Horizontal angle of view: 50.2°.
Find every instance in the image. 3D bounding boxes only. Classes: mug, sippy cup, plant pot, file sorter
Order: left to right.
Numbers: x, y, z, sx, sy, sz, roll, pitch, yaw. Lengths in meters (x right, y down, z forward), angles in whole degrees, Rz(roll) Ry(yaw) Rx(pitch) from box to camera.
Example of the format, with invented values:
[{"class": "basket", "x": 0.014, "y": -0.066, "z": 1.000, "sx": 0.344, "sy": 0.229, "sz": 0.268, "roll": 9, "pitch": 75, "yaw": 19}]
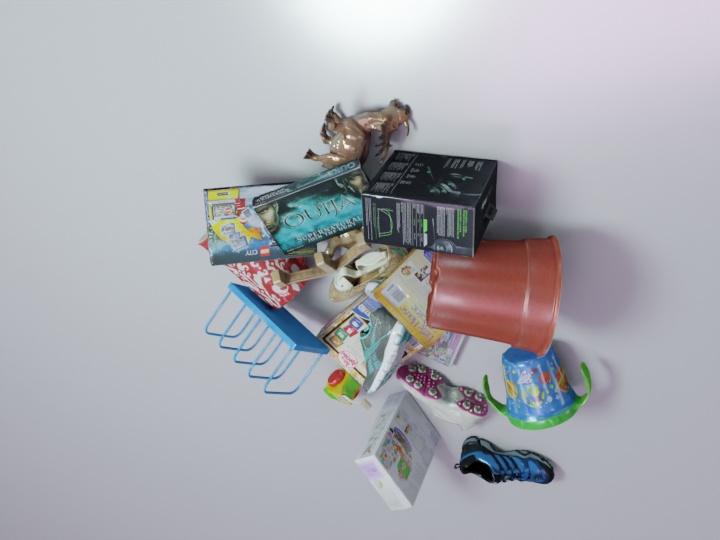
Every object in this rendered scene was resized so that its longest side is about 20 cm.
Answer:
[{"class": "mug", "x": -0.186, "y": -0.038, "z": 1.484, "sx": 0.177, "sy": 0.134, "sz": 0.200, "roll": -31, "pitch": 109, "yaw": 38}, {"class": "file sorter", "x": -0.191, "y": 0.138, "z": 1.528, "sx": 0.200, "sy": 0.139, "sz": 0.123, "roll": 40, "pitch": 98, "yaw": 26}, {"class": "plant pot", "x": 0.212, "y": 0.032, "z": 1.271, "sx": 0.194, "sy": 0.201, "sz": 0.202, "roll": 6, "pitch": 126, "yaw": 2}, {"class": "sippy cup", "x": 0.323, "y": 0.204, "z": 1.421, "sx": 0.177, "sy": 0.140, "sz": 0.131, "roll": -22, "pitch": 104, "yaw": -8}]

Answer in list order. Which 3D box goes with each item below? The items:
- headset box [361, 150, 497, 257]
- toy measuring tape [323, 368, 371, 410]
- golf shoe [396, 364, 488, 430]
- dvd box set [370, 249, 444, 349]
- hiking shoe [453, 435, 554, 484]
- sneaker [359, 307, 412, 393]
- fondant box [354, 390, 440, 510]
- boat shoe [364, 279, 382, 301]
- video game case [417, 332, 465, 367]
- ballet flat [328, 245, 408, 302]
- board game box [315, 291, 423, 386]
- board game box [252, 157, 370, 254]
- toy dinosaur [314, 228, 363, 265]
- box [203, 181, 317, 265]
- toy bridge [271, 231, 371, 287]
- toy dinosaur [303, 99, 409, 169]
[{"class": "headset box", "x": 0.124, "y": -0.114, "z": 1.259, "sx": 0.199, "sy": 0.174, "sz": 0.093, "roll": 8, "pitch": 125, "yaw": 18}, {"class": "toy measuring tape", "x": -0.017, "y": 0.245, "z": 1.609, "sx": 0.074, "sy": 0.074, "sz": 0.200, "roll": 55, "pitch": 158, "yaw": -17}, {"class": "golf shoe", "x": 0.157, "y": 0.265, "z": 1.569, "sx": 0.199, "sy": 0.075, "sz": 0.092, "roll": 28, "pitch": 133, "yaw": 7}, {"class": "dvd box set", "x": 0.138, "y": 0.020, "z": 1.365, "sx": 0.146, "sy": 0.029, "sz": 0.200, "roll": 44, "pitch": 93, "yaw": -9}, {"class": "hiking shoe", "x": 0.299, "y": 0.417, "z": 1.596, "sx": 0.199, "sy": 0.087, "sz": 0.075, "roll": 11, "pitch": 126, "yaw": 17}, {"class": "sneaker", "x": 0.034, "y": 0.150, "z": 1.473, "sx": 0.091, "sy": 0.077, "sz": 0.201, "roll": 35, "pitch": 127, "yaw": 18}, {"class": "fondant box", "x": 0.081, "y": 0.370, "z": 1.590, "sx": 0.058, "sy": 0.200, "sz": 0.145, "roll": -23, "pitch": 110, "yaw": 34}, {"class": "boat shoe", "x": 0.109, "y": 0.043, "z": 1.429, "sx": 0.199, "sy": 0.066, "sz": 0.074, "roll": 16, "pitch": 161, "yaw": -6}, {"class": "video game case", "x": 0.110, "y": 0.099, "z": 1.510, "sx": 0.199, "sy": 0.018, "sz": 0.144, "roll": 24, "pitch": 129, "yaw": 8}, {"class": "ballet flat", "x": 0.000, "y": 0.000, "z": 1.457, "sx": 0.199, "sy": 0.071, "sz": 0.065, "roll": -30, "pitch": 144, "yaw": 29}, {"class": "board game box", "x": 0.022, "y": 0.132, "z": 1.531, "sx": 0.151, "sy": 0.046, "sz": 0.200, "roll": 44, "pitch": 128, "yaw": -8}, {"class": "board game box", "x": -0.070, "y": -0.108, "z": 1.333, "sx": 0.199, "sy": 0.028, "sz": 0.136, "roll": -20, "pitch": 138, "yaw": 10}, {"class": "toy dinosaur", "x": -0.012, "y": -0.076, "z": 1.436, "sx": 0.199, "sy": 0.058, "sz": 0.101, "roll": -22, "pitch": 128, "yaw": 25}, {"class": "box", "x": -0.181, "y": -0.088, "z": 1.406, "sx": 0.199, "sy": 0.038, "sz": 0.138, "roll": -6, "pitch": 104, "yaw": -16}, {"class": "toy bridge", "x": -0.064, "y": -0.015, "z": 1.425, "sx": 0.199, "sy": 0.067, "sz": 0.027, "roll": -23, "pitch": 67, "yaw": 13}, {"class": "toy dinosaur", "x": -0.011, "y": -0.211, "z": 1.316, "sx": 0.135, "sy": 0.086, "sz": 0.200, "roll": 30, "pitch": 135, "yaw": -6}]
